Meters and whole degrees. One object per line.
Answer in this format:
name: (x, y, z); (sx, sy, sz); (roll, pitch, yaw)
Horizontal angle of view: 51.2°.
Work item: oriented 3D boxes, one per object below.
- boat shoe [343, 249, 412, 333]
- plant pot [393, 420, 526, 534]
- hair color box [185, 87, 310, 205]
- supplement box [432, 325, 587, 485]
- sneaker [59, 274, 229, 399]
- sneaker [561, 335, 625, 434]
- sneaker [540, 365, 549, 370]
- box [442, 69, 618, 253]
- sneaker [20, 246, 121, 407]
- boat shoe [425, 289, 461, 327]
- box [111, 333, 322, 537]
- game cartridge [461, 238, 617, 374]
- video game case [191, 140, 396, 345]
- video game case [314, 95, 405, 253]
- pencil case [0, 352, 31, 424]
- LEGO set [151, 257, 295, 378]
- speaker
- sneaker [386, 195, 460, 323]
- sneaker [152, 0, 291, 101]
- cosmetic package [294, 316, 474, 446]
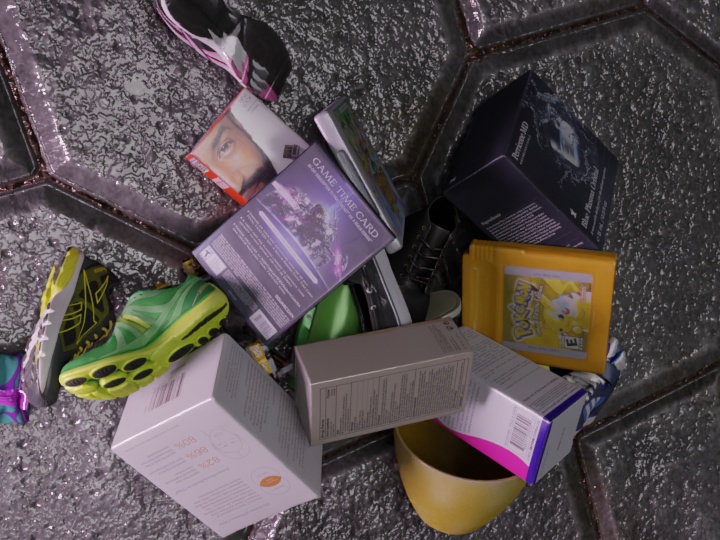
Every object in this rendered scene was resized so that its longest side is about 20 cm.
boat shoe: (0.000, 0.000, 0.901); (0.056, 0.069, 0.201); (-30, 105, -19)
plant pot: (0.135, 0.275, 1.037); (0.199, 0.200, 0.143); (-4, 119, -21)
hair color box: (-0.112, -0.124, 0.972); (0.200, 0.064, 0.111); (40, 80, -17)
supplement box: (0.177, 0.169, 0.985); (0.103, 0.200, 0.102); (-21, 129, -44)
sneaker: (-0.245, 0.074, 0.845); (0.200, 0.084, 0.074); (-32, 147, -26)
sneaker: (0.322, 0.159, 1.100); (0.200, 0.080, 0.147); (2, 114, -53)
sneaker: (0.221, 0.090, 1.104); (0.105, 0.076, 0.201); (-13, 98, -19)
box: (0.241, -0.129, 1.037); (0.200, 0.117, 0.197); (39, 49, -18)
sneaker: (-0.324, 0.064, 0.858); (0.084, 0.074, 0.201); (23, 50, -29)
boat shoe: (0.051, 0.095, 1.045); (0.199, 0.075, 0.066); (-26, 132, -11)
box: (-0.161, 0.200, 0.892); (0.152, 0.107, 0.200); (-27, 122, 18)
game cartridge: (0.236, 0.050, 1.016); (0.199, 0.032, 0.177); (6, 118, 19)
video game case: (-0.079, -0.029, 0.866); (0.200, 0.019, 0.143); (-40, 87, 11)
video game case: (0.007, -0.129, 0.953); (0.022, 0.200, 0.183); (-26, 104, 12)
pencil case: (-0.472, 0.134, 0.832); (0.199, 0.092, 0.086); (1, 92, -22)
LEGO set: (-0.170, 0.077, 0.930); (0.153, 0.116, 0.201); (-17, 99, -19)
speaker: (-0.033, 0.061, 0.969); (0.088, 0.088, 0.201); (17, 85, -21)
sneaker: (0.072, -0.003, 0.984); (0.075, 0.106, 0.201); (20, 58, -20)
sneaker: (-0.171, -0.292, 0.935); (0.200, 0.086, 0.081); (41, 79, -40)
cosmetic package: (0.026, 0.130, 0.891); (0.199, 0.073, 0.104); (-8, 126, -17)
